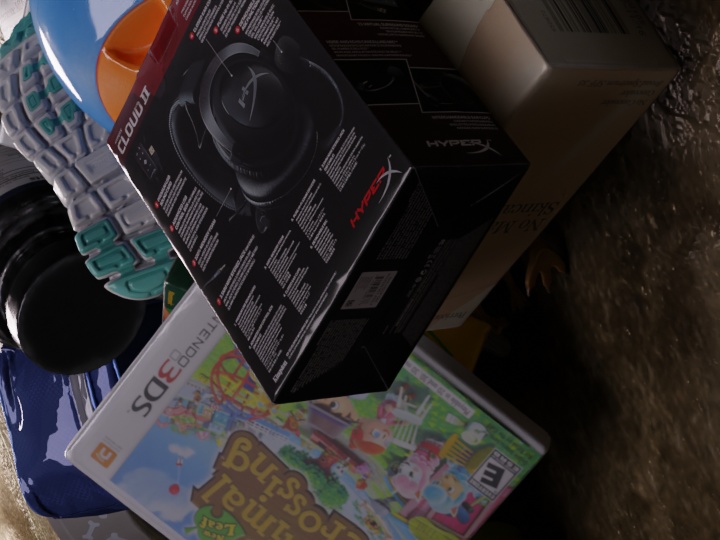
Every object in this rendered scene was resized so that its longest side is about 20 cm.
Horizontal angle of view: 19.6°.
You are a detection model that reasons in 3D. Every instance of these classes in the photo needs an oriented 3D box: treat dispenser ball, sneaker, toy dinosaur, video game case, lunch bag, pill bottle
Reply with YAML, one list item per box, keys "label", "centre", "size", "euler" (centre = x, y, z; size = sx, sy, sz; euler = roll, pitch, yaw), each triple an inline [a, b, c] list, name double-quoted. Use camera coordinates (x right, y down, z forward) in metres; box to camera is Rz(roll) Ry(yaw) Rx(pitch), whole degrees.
- label: "treat dispenser ball"
  centre: [-0.081, -0.159, 1.139]
  size: [0.201, 0.200, 0.202]
  euler: [42, 143, 43]
- label: "sneaker"
  centre: [-0.153, -0.064, 1.241]
  size: [0.091, 0.077, 0.201]
  euler: [49, -164, -72]
- label: "toy dinosaur"
  centre: [0.055, -0.031, 1.128]
  size: [0.106, 0.060, 0.201]
  euler: [32, 135, 53]
- label: "video game case"
  centre: [-0.031, 0.094, 1.114]
  size: [0.200, 0.022, 0.182]
  euler: [38, 112, -4]
- label: "lunch bag"
  centre: [-0.131, 0.084, 1.423]
  size: [0.132, 0.200, 0.137]
  euler: [-11, 94, 36]
- label: "pill bottle"
  centre: [-0.214, -0.018, 1.332]
  size: [0.200, 0.111, 0.112]
  euler: [44, 144, 49]

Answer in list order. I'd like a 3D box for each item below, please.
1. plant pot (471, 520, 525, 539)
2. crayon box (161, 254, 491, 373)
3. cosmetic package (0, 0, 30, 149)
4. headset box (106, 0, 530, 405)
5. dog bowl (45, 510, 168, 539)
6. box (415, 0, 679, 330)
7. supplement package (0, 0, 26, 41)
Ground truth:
- label: "plant pot"
  centre: [0.062, 0.255, 1.196]
  size: [0.201, 0.199, 0.194]
  euler: [117, 139, -56]
- label: "crayon box"
  centre: [-0.027, 0.055, 1.206]
  size: [0.172, 0.059, 0.200]
  euler: [24, 158, 3]
- label: "cosmetic package"
  centre: [-0.152, -0.165, 1.294]
  size: [0.074, 0.101, 0.201]
  euler: [-70, -5, -79]
- label: "headset box"
  centre: [-0.031, -0.062, 0.977]
  size: [0.200, 0.077, 0.149]
  euler: [55, 130, 32]
- label: "dog bowl"
  centre: [-0.171, 0.123, 1.548]
  size: [0.058, 0.200, 0.201]
  euler: [-15, 96, 24]
- label: "box"
  centre: [0.051, -0.059, 1.009]
  size: [0.200, 0.095, 0.078]
  euler: [-53, 55, 39]
- label: "supplement package"
  centre: [-0.156, -0.111, 1.419]
  size: [0.114, 0.109, 0.201]
  euler: [-12, 97, 64]
